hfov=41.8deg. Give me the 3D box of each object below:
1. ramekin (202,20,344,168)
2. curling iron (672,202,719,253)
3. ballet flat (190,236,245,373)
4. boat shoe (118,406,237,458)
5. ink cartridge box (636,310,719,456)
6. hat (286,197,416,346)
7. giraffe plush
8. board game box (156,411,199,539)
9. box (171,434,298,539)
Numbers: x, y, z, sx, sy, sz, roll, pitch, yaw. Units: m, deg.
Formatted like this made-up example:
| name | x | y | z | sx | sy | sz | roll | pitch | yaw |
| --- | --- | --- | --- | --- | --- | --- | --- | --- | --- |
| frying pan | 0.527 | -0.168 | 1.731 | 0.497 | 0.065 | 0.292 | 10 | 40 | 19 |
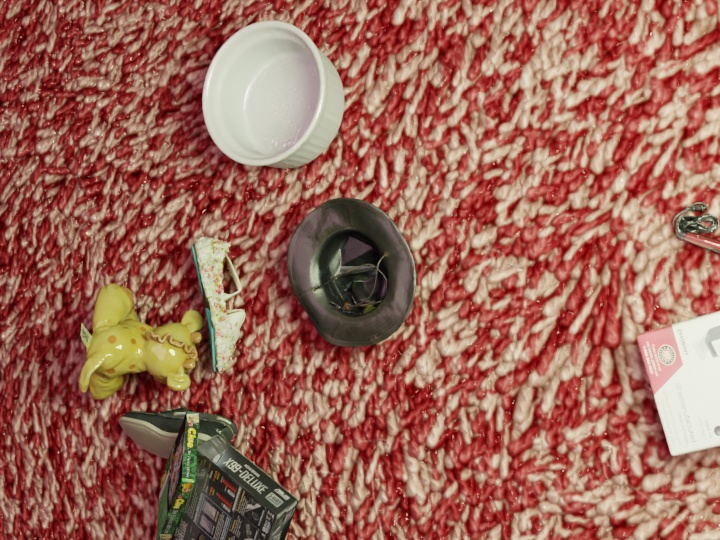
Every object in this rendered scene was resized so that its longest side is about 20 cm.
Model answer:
| name | x | y | z | sx | sy | sz | roll | pitch | yaw |
| --- | --- | --- | --- | --- | --- | --- | --- | --- | --- |
| ramekin | -0.118 | -0.243 | 1.348 | 0.197 | 0.097 | 0.205 | -2 | 85 | 25 |
| curling iron | 0.461 | -0.025 | 1.101 | 0.198 | 0.025 | 0.050 | 28 | 101 | 24 |
| ballet flat | -0.203 | 0.047 | 1.384 | 0.063 | 0.076 | 0.204 | -10 | 86 | -11 |
| boat shoe | -0.274 | 0.238 | 1.408 | 0.197 | 0.068 | 0.073 | 4 | 130 | 29 |
| ink cartridge box | 0.434 | 0.116 | 1.072 | 0.197 | 0.085 | 0.148 | -18 | 79 | 20 |
| hat | 0.000 | 0.000 | 1.286 | 0.197 | 0.081 | 0.205 | 2 | 95 | 25 |
| giraffe plush | -0.315 | 0.113 | 1.392 | 0.159 | 0.200 | 0.176 | 7 | 85 | -4 |
| board game box | -0.259 | 0.296 | 1.327 | 0.201 | 0.023 | 0.106 | 118 | 153 | -46 |
| box | -0.181 | 0.357 | 1.317 | 0.157 | 0.050 | 0.203 | 32 | 121 | 25 |
